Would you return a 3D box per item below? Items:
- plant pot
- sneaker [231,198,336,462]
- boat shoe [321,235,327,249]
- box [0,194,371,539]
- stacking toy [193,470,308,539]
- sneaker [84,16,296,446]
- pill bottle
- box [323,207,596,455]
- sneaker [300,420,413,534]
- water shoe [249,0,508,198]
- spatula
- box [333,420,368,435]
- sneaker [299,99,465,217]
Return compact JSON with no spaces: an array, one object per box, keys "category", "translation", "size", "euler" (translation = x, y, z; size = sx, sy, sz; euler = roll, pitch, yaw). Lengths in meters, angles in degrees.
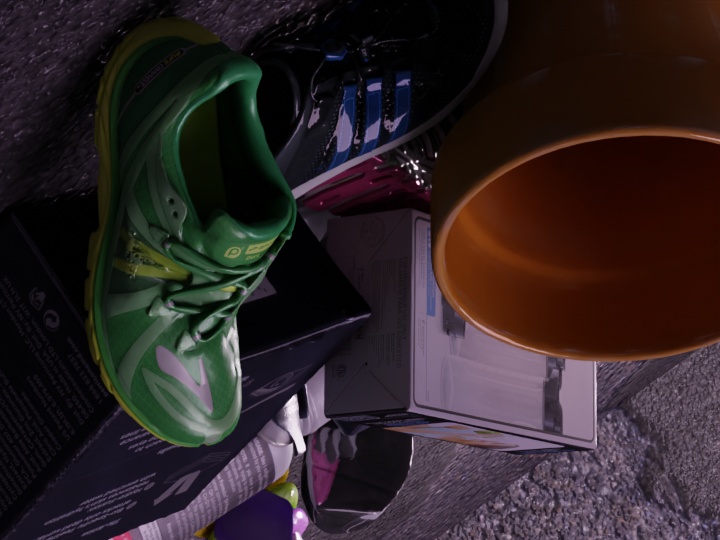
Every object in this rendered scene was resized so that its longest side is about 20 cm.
[{"category":"plant pot","translation":[0.135,-0.081,1.078],"size":[0.199,0.184,0.200],"euler":[0,144,0]},{"category":"sneaker","translation":[-0.053,0.040,1.200],"size":[0.199,0.130,0.079],"euler":[-42,167,21]},{"category":"boat shoe","translation":[0.001,0.002,1.254],"size":[0.063,0.074,0.202],"euler":[21,113,-37]},{"category":"box","translation":[-0.136,0.056,1.074],"size":[0.196,0.118,0.200],"euler":[-16,155,-53]},{"category":"stacking toy","translation":[-0.077,0.174,1.434],"size":[0.116,0.200,0.110],"euler":[-23,160,-47]},{"category":"sneaker","translation":[-0.074,-0.009,0.894],"size":[0.074,0.083,0.201],"euler":[-21,118,-41]},{"category":"pill bottle","translation":[-0.115,0.110,1.321],"size":[0.200,0.111,0.111],"euler":[-31,165,-21]},{"category":"box","translation":[0.063,0.039,1.177],"size":[0.060,0.117,0.200],"euler":[-8,164,36]},{"category":"sneaker","translation":[-0.012,0.116,1.463],"size":[0.086,0.080,0.200],"euler":[-53,-162,40]},{"category":"water shoe","translation":[-0.012,-0.090,1.000],"size":[0.200,0.072,0.079],"euler":[-38,164,3]},{"category":"spatula","translation":[-0.061,0.116,1.405],"size":[0.021,0.056,0.200],"euler":[128,-21,-49]},{"category":"box","translation":[0.057,0.002,1.396],"size":[0.148,0.107,0.200],"euler":[-21,159,-46]},{"category":"sneaker","translation":[0.019,-0.077,1.133],"size":[0.074,0.088,0.200],"euler":[-19,157,40]}]
